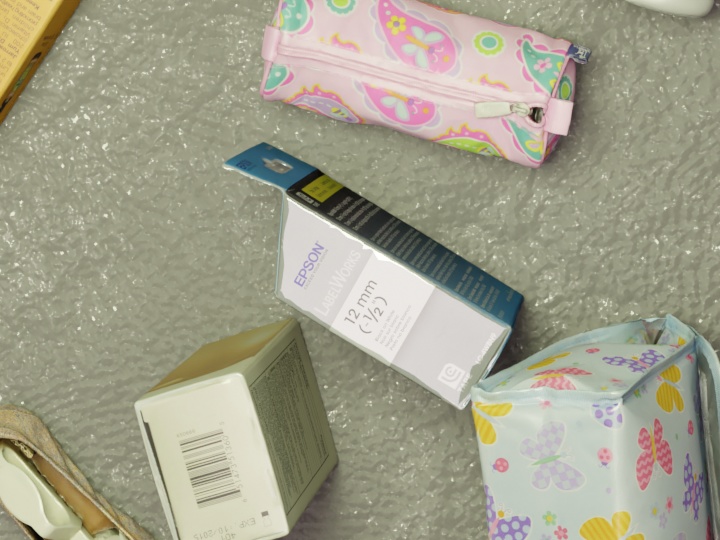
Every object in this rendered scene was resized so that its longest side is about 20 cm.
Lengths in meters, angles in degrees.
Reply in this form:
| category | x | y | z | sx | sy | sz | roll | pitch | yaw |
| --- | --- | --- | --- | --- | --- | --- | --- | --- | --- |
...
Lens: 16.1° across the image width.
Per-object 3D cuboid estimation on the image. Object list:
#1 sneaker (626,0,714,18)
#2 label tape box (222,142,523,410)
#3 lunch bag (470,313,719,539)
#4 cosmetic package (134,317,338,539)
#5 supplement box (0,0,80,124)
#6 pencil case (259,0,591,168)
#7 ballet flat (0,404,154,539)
| category | x | y | z | sx | sy | sz | roll | pitch | yaw |
| --- | --- | --- | --- | --- | --- | --- | --- | --- | --- |
| sneaker | 0.142 | -0.236 | 1.570 | 0.199 | 0.076 | 0.106 | 27 | 99 | 4 |
| label tape box | 0.000 | 0.000 | 1.583 | 0.199 | 0.143 | 0.066 | 30 | 100 | 2 |
| lunch bag | 0.162 | 0.126 | 1.552 | 0.126 | 0.200 | 0.171 | -1 | 100 | 28 |
| cosmetic package | -0.073 | 0.101 | 1.577 | 0.071 | 0.200 | 0.106 | -16 | 94 | 10 |
| supplement box | -0.228 | -0.161 | 1.631 | 0.069 | 0.067 | 0.201 | 32 | 99 | 2 |
| pencil case | 0.038 | -0.124 | 1.593 | 0.198 | 0.087 | 0.088 | 16 | 99 | 6 |
| ballet flat | -0.188 | 0.175 | 1.668 | 0.200 | 0.067 | 0.068 | 45 | 100 | 0 |
